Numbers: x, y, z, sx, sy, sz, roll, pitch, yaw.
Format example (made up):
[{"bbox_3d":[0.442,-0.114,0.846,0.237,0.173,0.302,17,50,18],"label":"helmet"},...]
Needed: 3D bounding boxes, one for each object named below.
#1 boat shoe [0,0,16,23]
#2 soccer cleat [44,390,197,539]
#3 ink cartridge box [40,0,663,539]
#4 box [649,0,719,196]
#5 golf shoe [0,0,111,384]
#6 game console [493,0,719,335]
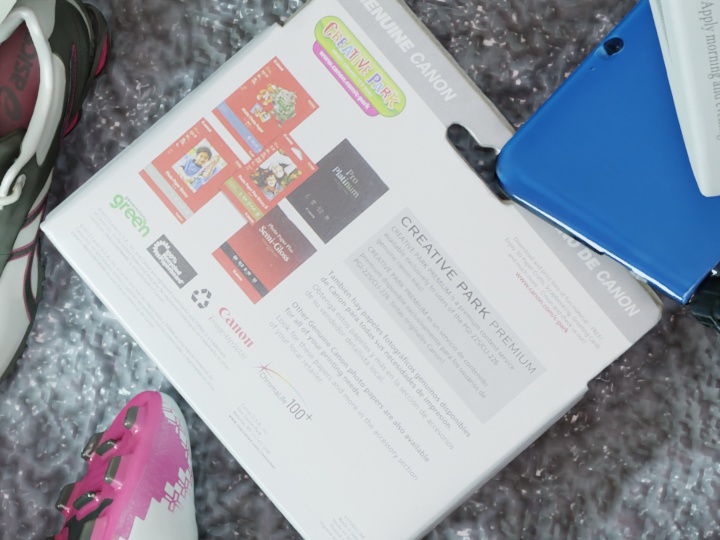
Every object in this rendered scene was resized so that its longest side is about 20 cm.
[{"bbox_3d":[-0.198,-0.099,1.197,0.068,0.072,0.200,18,137,-24],"label":"boat shoe"},{"bbox_3d":[-0.090,0.147,1.213,0.086,0.070,0.200,26,53,-20],"label":"soccer cleat"},{"bbox_3d":[0.000,0.000,1.216,0.176,0.084,0.200,-40,90,3],"label":"ink cartridge box"},{"bbox_3d":[0.162,-0.173,1.102,0.131,0.199,0.200,-12,51,4],"label":"box"},{"bbox_3d":[-0.167,-0.029,1.228,0.077,0.088,0.200,17,95,2],"label":"golf shoe"},{"bbox_3d":[0.184,-0.036,1.192,0.200,0.118,0.171,-46,122,-21],"label":"game console"}]
